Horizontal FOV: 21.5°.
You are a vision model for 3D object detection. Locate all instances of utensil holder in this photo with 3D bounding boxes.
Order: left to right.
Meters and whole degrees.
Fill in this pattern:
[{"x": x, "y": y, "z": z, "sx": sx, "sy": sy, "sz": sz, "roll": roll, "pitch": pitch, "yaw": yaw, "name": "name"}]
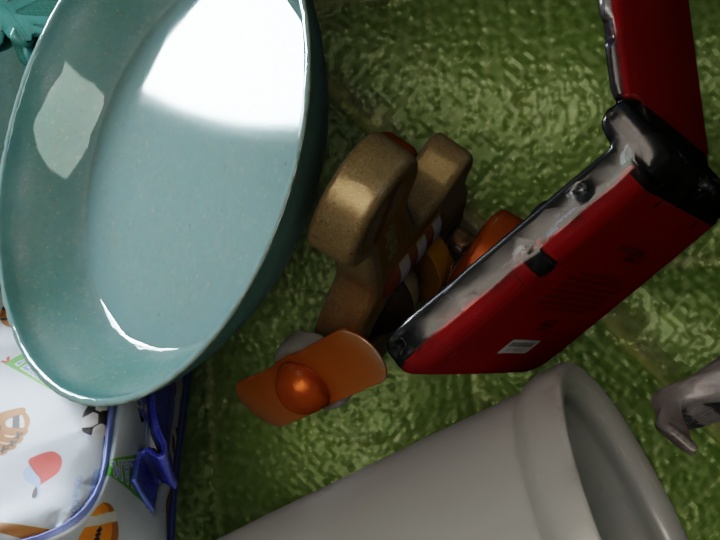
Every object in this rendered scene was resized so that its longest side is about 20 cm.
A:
[{"x": 0.029, "y": 0.154, "z": 0.742, "sx": 0.199, "sy": 0.170, "sz": 0.171, "roll": -27, "pitch": 82, "yaw": 16, "name": "utensil holder"}]

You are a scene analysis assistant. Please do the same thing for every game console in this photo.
[{"x": 0.072, "y": -0.056, "z": 0.717, "sx": 0.172, "sy": 0.200, "sz": 0.119, "roll": -40, "pitch": 76, "yaw": 12, "name": "game console"}]

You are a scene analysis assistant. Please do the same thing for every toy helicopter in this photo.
[{"x": 0.000, "y": 0.000, "z": 0.734, "sx": 0.079, "sy": 0.200, "sz": 0.133, "roll": 34, "pitch": 82, "yaw": 11, "name": "toy helicopter"}]

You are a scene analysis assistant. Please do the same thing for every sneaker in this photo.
[{"x": -0.147, "y": -0.132, "z": 0.819, "sx": 0.199, "sy": 0.077, "sz": 0.080, "roll": 29, "pitch": 105, "yaw": 14, "name": "sneaker"}]

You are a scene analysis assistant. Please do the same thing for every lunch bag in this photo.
[{"x": -0.143, "y": 0.077, "z": 0.783, "sx": 0.159, "sy": 0.201, "sz": 0.076, "roll": -17, "pitch": 128, "yaw": 12, "name": "lunch bag"}]

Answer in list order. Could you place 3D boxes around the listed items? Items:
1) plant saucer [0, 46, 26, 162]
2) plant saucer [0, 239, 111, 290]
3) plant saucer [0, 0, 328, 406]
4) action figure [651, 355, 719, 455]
[{"x": -0.117, "y": -0.090, "z": 0.859, "sx": 0.199, "sy": 0.027, "sz": 0.202, "roll": 0, "pitch": 89, "yaw": 15, "name": "plant saucer"}, {"x": -0.131, "y": -0.023, "z": 0.821, "sx": 0.199, "sy": 0.019, "sz": 0.070, "roll": -14, "pitch": 42, "yaw": 15, "name": "plant saucer"}, {"x": -0.072, "y": -0.045, "z": 0.728, "sx": 0.199, "sy": 0.036, "sz": 0.202, "roll": -19, "pitch": 64, "yaw": 45, "name": "plant saucer"}, {"x": 0.183, "y": -0.007, "z": 0.730, "sx": 0.200, "sy": 0.105, "sz": 0.194, "roll": 37, "pitch": 91, "yaw": -24, "name": "action figure"}]
